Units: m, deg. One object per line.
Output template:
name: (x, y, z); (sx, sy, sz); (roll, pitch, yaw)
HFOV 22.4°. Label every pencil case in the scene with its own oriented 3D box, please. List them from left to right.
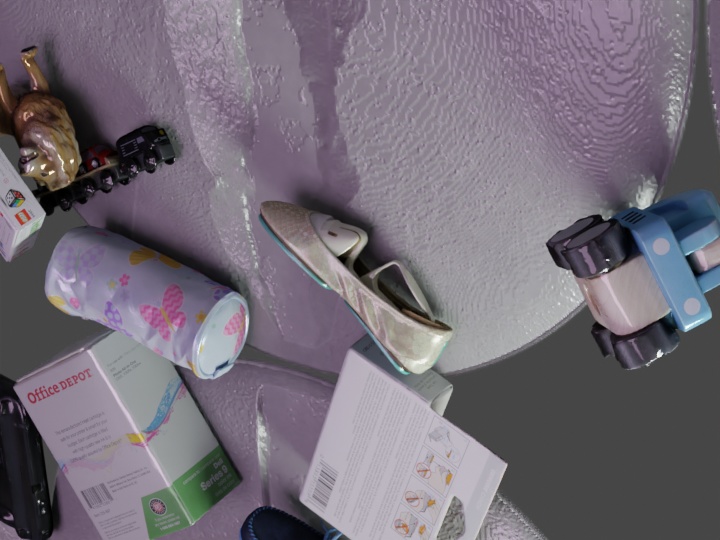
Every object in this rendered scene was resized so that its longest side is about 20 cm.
pencil case: (-0.200, 0.029, 1.684); (0.199, 0.083, 0.091); (22, 103, 27)

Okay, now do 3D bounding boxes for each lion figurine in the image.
lion figurine: (-0.332, -0.149, 1.707); (0.200, 0.072, 0.123); (25, 138, 53)

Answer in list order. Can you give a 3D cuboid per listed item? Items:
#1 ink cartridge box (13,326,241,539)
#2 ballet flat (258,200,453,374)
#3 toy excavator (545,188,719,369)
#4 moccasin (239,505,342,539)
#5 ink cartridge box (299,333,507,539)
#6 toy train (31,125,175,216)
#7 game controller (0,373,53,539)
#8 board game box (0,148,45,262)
ink cartridge box: (-0.231, 0.160, 1.787); (0.145, 0.087, 0.201); (-24, 100, 44)
ballet flat: (0.000, 0.000, 1.535); (0.200, 0.067, 0.062); (46, 107, 4)
toy excavator: (0.250, -0.020, 1.286); (0.100, 0.199, 0.194); (60, 179, -8)
moccasin: (-0.021, 0.282, 1.701); (0.199, 0.081, 0.068); (34, 147, 2)
ink cartridge box: (0.042, 0.177, 1.604); (0.173, 0.043, 0.201); (34, 131, 18)
toy train: (-0.243, -0.094, 1.685); (0.199, 0.034, 0.046); (-19, 90, 43)
game controller: (-0.380, 0.201, 1.975); (0.104, 0.042, 0.202); (29, 131, 42)
board game box: (-0.352, -0.080, 1.718); (0.127, 0.035, 0.200); (56, 165, -2)
